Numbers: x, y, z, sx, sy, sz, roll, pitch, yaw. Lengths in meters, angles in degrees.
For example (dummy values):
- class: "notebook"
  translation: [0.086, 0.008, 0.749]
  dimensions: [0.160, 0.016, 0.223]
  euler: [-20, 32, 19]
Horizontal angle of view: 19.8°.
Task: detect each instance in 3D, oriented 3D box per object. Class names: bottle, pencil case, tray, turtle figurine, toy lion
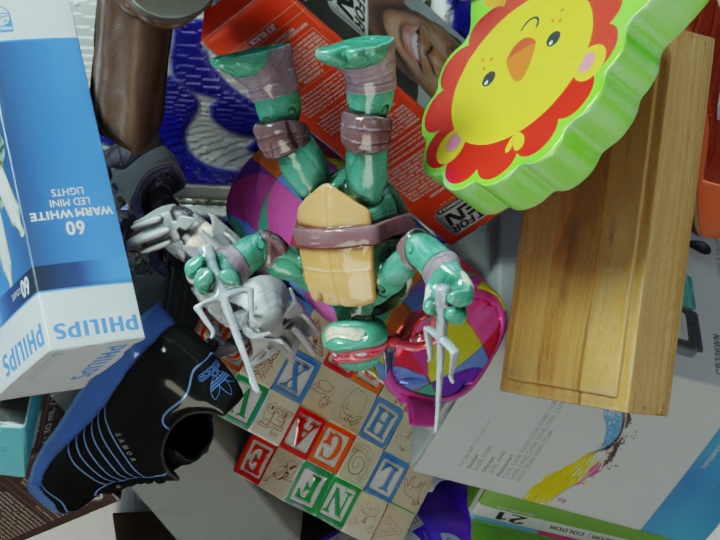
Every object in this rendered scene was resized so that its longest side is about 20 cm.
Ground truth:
- class: "bottle"
  translation: [0.033, 0.197, 1.421]
  dimensions: [0.199, 0.065, 0.084]
  euler: [-27, 119, -26]
- class: "pencil case"
  translation: [0.000, 0.000, 1.191]
  dimensions: [0.088, 0.200, 0.089]
  euler: [-19, 131, -23]
- class: "tray"
  translation: [0.131, -0.028, 1.114]
  dimensions: [0.037, 0.201, 0.098]
  euler: [9, 179, -39]
- class: "turtle figurine"
  translation: [-0.014, -0.016, 1.057]
  dimensions: [0.149, 0.101, 0.201]
  euler: [-6, 101, 13]
- class: "toy lion"
  translation: [0.111, -0.127, 1.058]
  dimensions: [0.069, 0.192, 0.200]
  euler: [34, 128, -30]

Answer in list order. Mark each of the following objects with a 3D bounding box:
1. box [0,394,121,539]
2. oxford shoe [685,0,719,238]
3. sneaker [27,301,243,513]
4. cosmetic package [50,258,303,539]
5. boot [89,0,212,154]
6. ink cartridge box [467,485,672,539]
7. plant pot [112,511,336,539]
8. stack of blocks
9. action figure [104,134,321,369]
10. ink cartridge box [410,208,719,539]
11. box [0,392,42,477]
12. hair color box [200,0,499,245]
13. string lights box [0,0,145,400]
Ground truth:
- class: "box"
  translation: [-0.255, 0.133, 1.420]
  dimensions: [0.199, 0.100, 0.075]
  euler: [-26, 129, 26]
- class: "oxford shoe"
  translation: [0.170, -0.097, 1.176]
  dimensions: [0.072, 0.071, 0.201]
  euler: [3, 131, 20]
- class: "sneaker"
  translation: [-0.136, 0.102, 1.228]
  dimensions: [0.078, 0.070, 0.200]
  euler: [42, 139, 5]
- class: "cosmetic package"
  translation: [-0.113, 0.094, 1.364]
  dimensions: [0.090, 0.107, 0.200]
  euler: [-18, 134, 23]
- class: "boot"
  translation: [-0.114, -0.122, 1.088]
  dimensions: [0.064, 0.187, 0.201]
  euler: [7, 134, -11]
- class: "ink cartridge box"
  translation: [0.150, 0.157, 1.343]
  dimensions: [0.147, 0.201, 0.076]
  euler: [14, 135, -11]
- class: "plant pot"
  translation: [-0.067, 0.251, 1.491]
  dimensions: [0.199, 0.187, 0.187]
  euler: [-9, 136, -7]
- class: "stack of blocks"
  translation: [-0.029, 0.091, 1.312]
  dimensions: [0.058, 0.116, 0.200]
  euler: [23, 173, 46]
- class: "action figure"
  translation: [-0.094, -0.004, 1.195]
  dimensions: [0.069, 0.200, 0.130]
  euler: [-36, 127, -11]
- class: "ink cartridge box"
  translation: [0.147, 0.051, 1.273]
  dimensions: [0.199, 0.147, 0.146]
  euler: [15, 136, -13]
- class: "box"
  translation: [-0.223, 0.027, 1.233]
  dimensions: [0.082, 0.201, 0.049]
  euler: [6, 137, -1]
- class: "hair color box"
  translation: [0.004, -0.114, 1.145]
  dimensions: [0.061, 0.102, 0.200]
  euler: [-33, 127, 28]
- class: "string lights box"
  translation: [-0.182, -0.040, 1.147]
  dimensions: [0.059, 0.201, 0.103]
  euler: [-6, 164, -30]
